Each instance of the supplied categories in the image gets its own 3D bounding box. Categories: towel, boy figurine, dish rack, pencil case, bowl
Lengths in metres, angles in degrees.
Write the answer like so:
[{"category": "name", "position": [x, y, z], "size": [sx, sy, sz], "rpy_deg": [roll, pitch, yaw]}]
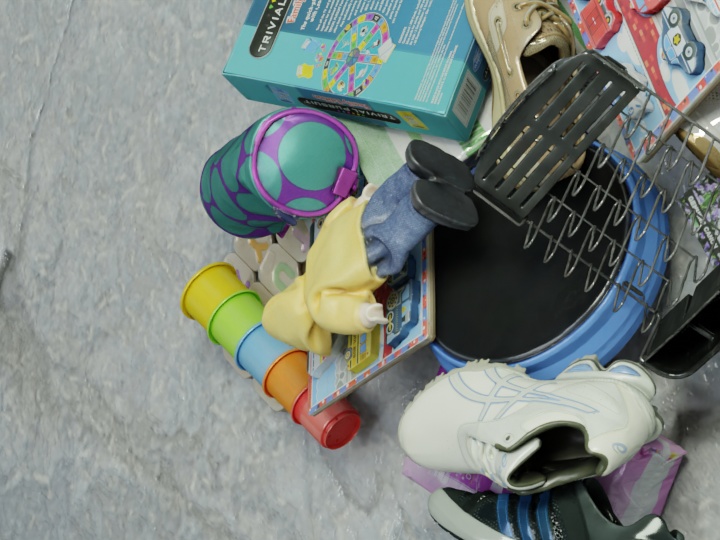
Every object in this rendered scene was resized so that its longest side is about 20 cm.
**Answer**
[{"category": "towel", "position": [0.068, -0.156, 1.325], "size": [0.199, 0.023, 0.153], "rpy_deg": [-34, 57, 8]}, {"category": "boy figurine", "position": [0.000, 0.000, 1.266], "size": [0.200, 0.064, 0.125], "rpy_deg": [-47, 34, 34]}, {"category": "dish rack", "position": [0.171, -0.039, 1.113], "size": [0.199, 0.055, 0.154], "rpy_deg": [35, 128, -6]}, {"category": "pencil case", "position": [-0.066, -0.071, 1.378], "size": [0.085, 0.092, 0.200], "rpy_deg": [-55, 12, -12]}, {"category": "bowl", "position": [0.122, -0.007, 1.260], "size": [0.200, 0.039, 0.202], "rpy_deg": [-22, 51, 29]}]

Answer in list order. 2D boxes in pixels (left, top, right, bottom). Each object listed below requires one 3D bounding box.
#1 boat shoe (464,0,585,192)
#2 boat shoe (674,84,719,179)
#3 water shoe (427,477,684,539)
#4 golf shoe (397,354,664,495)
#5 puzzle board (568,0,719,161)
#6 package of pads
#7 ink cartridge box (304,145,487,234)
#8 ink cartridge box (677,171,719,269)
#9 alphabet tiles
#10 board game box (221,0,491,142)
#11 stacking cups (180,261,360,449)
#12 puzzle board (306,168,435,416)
[{"category": "boat shoe", "position": [0.123, -0.159, 1.234], "size": [0.064, 0.071, 0.202], "rpy_deg": [-21, 77, 60]}, {"category": "boat shoe", "position": [0.219, -0.136, 1.198], "size": [0.069, 0.071, 0.200], "rpy_deg": [-42, 39, 9]}, {"category": "water shoe", "position": [0.132, 0.173, 1.181], "size": [0.199, 0.071, 0.079], "rpy_deg": [21, 76, 45]}, {"category": "golf shoe", "position": [0.097, 0.109, 1.170], "size": [0.199, 0.097, 0.079], "rpy_deg": [-14, 109, 35]}, {"category": "puzzle board", "position": [0.184, -0.194, 1.135], "size": [0.151, 0.017, 0.201], "rpy_deg": [-52, 46, 46]}, {"category": "package of pads", "position": [0.130, 0.137, 1.271], "size": [0.200, 0.075, 0.121], "rpy_deg": [31, 106, 42]}, {"category": "ink cartridge box", "position": [0.019, -0.102, 1.427], "size": [0.200, 0.047, 0.161], "rpy_deg": [-48, 56, 39]}, {"category": "ink cartridge box", "position": [0.305, -0.058, 1.124], "size": [0.200, 0.050, 0.109], "rpy_deg": [-44, 58, 36]}, {"category": "alphabet tiles", "position": [-0.053, 0.015, 1.506], "size": [0.196, 0.015, 0.201], "rpy_deg": [44, 116, 37]}, {"category": "board game box", "position": [0.012, -0.189, 1.327], "size": [0.199, 0.047, 0.152], "rpy_deg": [14, 75, 31]}, {"category": "stacking cups", "position": [-0.070, 0.069, 1.472], "size": [0.200, 0.060, 0.061], "rpy_deg": [40, 115, 35]}, {"category": "puzzle board", "position": [0.003, -0.006, 1.344], "size": [0.150, 0.017, 0.201], "rpy_deg": [-35, 43, 43]}]
